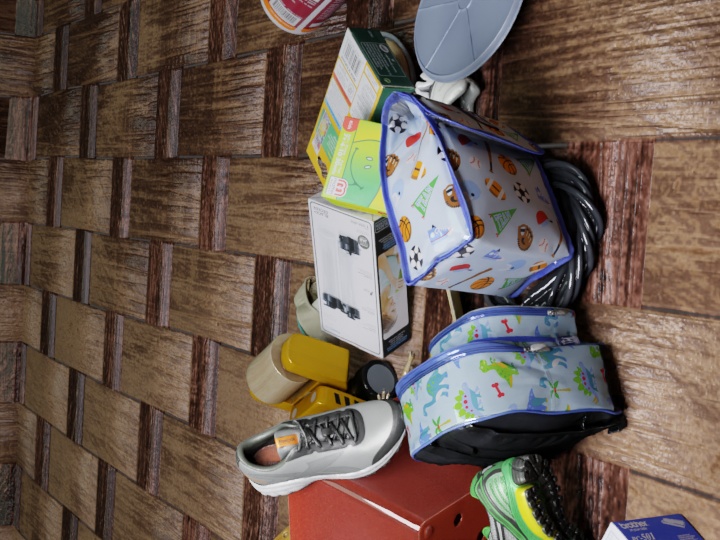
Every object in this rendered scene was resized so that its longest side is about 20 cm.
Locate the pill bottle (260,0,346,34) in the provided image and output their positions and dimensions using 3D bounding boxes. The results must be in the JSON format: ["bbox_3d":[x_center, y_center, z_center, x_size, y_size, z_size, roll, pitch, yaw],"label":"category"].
[{"bbox_3d":[-0.054,-0.427,1.598,0.200,0.112,0.114,-29,64,54],"label":"pill bottle"}]

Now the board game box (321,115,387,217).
[{"bbox_3d":[0.063,-0.108,1.327,0.198,0.048,0.103,15,85,21],"label":"board game box"}]

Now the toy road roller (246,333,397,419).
[{"bbox_3d":[-0.052,0.185,1.488,0.123,0.198,0.147,-43,31,48],"label":"toy road roller"}]

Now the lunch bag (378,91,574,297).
[{"bbox_3d":[0.113,-0.089,1.175,0.124,0.169,0.202,-37,57,37],"label":"lunch bag"}]

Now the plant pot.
[{"bbox_3d":[0.047,0.295,1.311,0.175,0.199,0.202,18,118,41],"label":"plant pot"}]

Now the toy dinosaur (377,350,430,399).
[{"bbox_3d":[0.070,0.176,1.417,0.101,0.058,0.202,15,101,57],"label":"toy dinosaur"}]

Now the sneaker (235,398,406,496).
[{"bbox_3d":[-0.042,0.187,1.213,0.198,0.079,0.075,-22,56,13],"label":"sneaker"}]

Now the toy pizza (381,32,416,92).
[{"bbox_3d":[0.011,-0.225,1.545,0.200,0.031,0.203,-6,83,58],"label":"toy pizza"}]

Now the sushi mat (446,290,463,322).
[{"bbox_3d":[0.117,0.060,1.335,0.012,0.096,0.202,-15,70,11],"label":"sushi mat"}]

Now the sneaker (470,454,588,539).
[{"bbox_3d":[0.179,0.280,1.160,0.085,0.078,0.202,-15,103,39],"label":"sneaker"}]

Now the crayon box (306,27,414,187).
[{"bbox_3d":[-0.004,-0.194,1.464,0.126,0.051,0.201,64,144,38],"label":"crayon box"}]

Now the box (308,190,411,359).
[{"bbox_3d":[0.000,0.000,1.449,0.116,0.060,0.202,21,128,38],"label":"box"}]

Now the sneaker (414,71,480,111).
[{"bbox_3d":[0.100,-0.144,1.378,0.081,0.075,0.202,15,102,48],"label":"sneaker"}]

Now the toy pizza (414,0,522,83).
[{"bbox_3d":[0.135,-0.316,1.341,0.200,0.031,0.202,-30,52,46],"label":"toy pizza"}]

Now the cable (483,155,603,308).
[{"bbox_3d":[0.196,-0.023,1.239,0.163,0.050,0.202,25,106,51],"label":"cable"}]

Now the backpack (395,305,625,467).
[{"bbox_3d":[0.140,0.124,1.170,0.183,0.198,0.148,-44,53,50],"label":"backpack"}]

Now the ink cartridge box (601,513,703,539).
[{"bbox_3d":[0.246,0.326,1.087,0.044,0.093,0.202,51,129,46],"label":"ink cartridge box"}]

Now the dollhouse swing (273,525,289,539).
[{"bbox_3d":[-0.013,0.454,1.562,0.181,0.176,0.200,-41,39,-4],"label":"dollhouse swing"}]

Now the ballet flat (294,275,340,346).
[{"bbox_3d":[-0.056,0.055,1.595,0.200,0.069,0.070,-125,44,-69],"label":"ballet flat"}]
